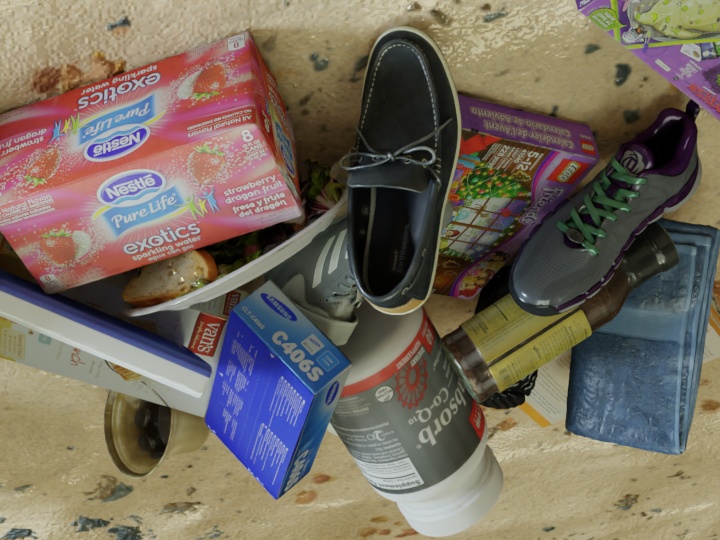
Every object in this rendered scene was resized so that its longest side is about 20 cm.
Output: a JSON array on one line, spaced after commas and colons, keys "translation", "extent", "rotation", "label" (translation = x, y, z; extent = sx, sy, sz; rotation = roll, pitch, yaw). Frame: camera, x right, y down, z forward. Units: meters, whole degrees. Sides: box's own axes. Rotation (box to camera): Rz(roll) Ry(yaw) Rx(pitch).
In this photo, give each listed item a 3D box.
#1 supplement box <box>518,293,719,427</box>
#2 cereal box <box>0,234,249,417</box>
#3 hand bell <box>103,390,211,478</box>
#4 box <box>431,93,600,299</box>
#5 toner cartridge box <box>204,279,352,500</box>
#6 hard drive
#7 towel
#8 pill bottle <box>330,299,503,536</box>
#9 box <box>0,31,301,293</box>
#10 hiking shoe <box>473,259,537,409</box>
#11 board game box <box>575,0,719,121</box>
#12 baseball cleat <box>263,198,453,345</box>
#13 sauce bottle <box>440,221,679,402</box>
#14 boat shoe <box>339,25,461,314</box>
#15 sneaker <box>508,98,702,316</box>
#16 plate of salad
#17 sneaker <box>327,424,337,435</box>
[{"translation": [0.222, 0.058, 1.348], "extent": [0.199, 0.074, 0.126], "rotation": [-24, 143, 20], "label": "supplement box"}, {"translation": [-0.202, 0.043, 1.193], "extent": [0.198, 0.040, 0.144], "rotation": [17, 139, -8], "label": "cereal box"}, {"translation": [-0.131, 0.143, 1.383], "extent": [0.199, 0.105, 0.104], "rotation": [8, 143, -45], "label": "hand bell"}, {"translation": [0.079, -0.054, 1.177], "extent": [0.136, 0.039, 0.200], "rotation": [9, 142, -27], "label": "box"}, {"translation": [-0.069, 0.100, 1.172], "extent": [0.043, 0.095, 0.200], "rotation": [-38, 164, -29], "label": "toner cartridge box"}, {"translation": [-0.213, 0.037, 1.082], "extent": [0.199, 0.026, 0.132], "rotation": [24, 177, -16], "label": "hard drive"}, {"translation": [0.236, 0.053, 1.243], "extent": [0.111, 0.202, 0.049], "rotation": [10, -168, 17], "label": "towel"}, {"translation": [0.038, 0.119, 1.228], "extent": [0.115, 0.116, 0.201], "rotation": [-22, 121, 16], "label": "pill bottle"}, {"translation": [-0.148, -0.073, 1.022], "extent": [0.198, 0.100, 0.096], "rotation": [-16, 137, 9], "label": "box"}, {"translation": [0.138, 0.016, 1.258], "extent": [0.075, 0.101, 0.201], "rotation": [17, 117, -23], "label": "hiking shoe"}, {"translation": [0.256, -0.182, 1.051], "extent": [0.120, 0.032, 0.199], "rotation": [-36, 139, 27], "label": "board game box"}, {"translation": [0.000, 0.000, 1.123], "extent": [0.069, 0.107, 0.199], "rotation": [-1, 171, -40], "label": "baseball cleat"}, {"translation": [0.161, 0.030, 1.170], "extent": [0.199, 0.065, 0.065], "rotation": [-30, 146, -4], "label": "sauce bottle"}, {"translation": [0.026, -0.069, 1.017], "extent": [0.074, 0.202, 0.062], "rotation": [6, -177, 18], "label": "boat shoe"}, {"translation": [0.185, -0.053, 1.125], "extent": [0.200, 0.074, 0.088], "rotation": [-43, 152, -20], "label": "sneaker"}, {"translation": [-0.092, -0.027, 1.077], "extent": [0.199, 0.200, 0.048], "rotation": [-25, 103, 20], "label": "plate of salad"}, {"translation": [-0.033, 0.068, 1.295], "extent": [0.111, 0.077, 0.200], "rotation": [-35, 131, 20], "label": "sneaker"}]
